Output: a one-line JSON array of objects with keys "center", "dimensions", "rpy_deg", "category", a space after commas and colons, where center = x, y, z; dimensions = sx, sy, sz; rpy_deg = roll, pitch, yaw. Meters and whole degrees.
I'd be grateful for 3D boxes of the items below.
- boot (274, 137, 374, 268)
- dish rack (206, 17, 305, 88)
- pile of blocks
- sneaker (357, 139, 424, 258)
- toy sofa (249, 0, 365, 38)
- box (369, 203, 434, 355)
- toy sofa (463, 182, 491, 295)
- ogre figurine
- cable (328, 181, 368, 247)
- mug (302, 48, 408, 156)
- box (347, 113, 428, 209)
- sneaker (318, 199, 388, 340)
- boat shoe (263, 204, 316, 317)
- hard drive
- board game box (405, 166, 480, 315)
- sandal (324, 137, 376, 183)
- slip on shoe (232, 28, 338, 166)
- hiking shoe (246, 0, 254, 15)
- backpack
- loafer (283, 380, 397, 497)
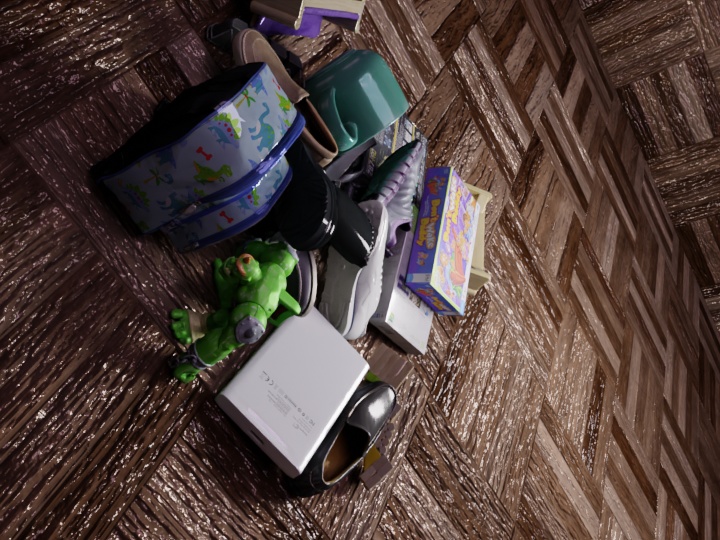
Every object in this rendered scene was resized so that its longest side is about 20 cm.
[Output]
[{"center": [-0.038, -0.060, 0.853], "dimensions": [0.163, 0.073, 0.200], "rpy_deg": [48, 15, -42], "category": "boot"}, {"center": [-0.139, -0.234, 0.952], "dimensions": [0.152, 0.054, 0.204], "rpy_deg": [17, 65, -48], "category": "dish rack"}, {"center": [0.020, 0.211, 0.990], "dimensions": [0.062, 0.081, 0.203], "rpy_deg": [97, 6, -67], "category": "pile of blocks"}, {"center": [0.057, -0.113, 1.068], "dimensions": [0.088, 0.074, 0.201], "rpy_deg": [47, 57, -21], "category": "sneaker"}, {"center": [-0.075, -0.383, 1.023], "dimensions": [0.199, 0.082, 0.099], "rpy_deg": [-31, 143, -59], "category": "toy sofa"}, {"center": [0.081, 0.016, 1.109], "dimensions": [0.144, 0.036, 0.203], "rpy_deg": [42, 57, -50], "category": "box"}, {"center": [0.187, -0.056, 1.297], "dimensions": [0.082, 0.098, 0.203], "rpy_deg": [18, 58, -16], "category": "toy sofa"}, {"center": [-0.134, 0.030, 0.791], "dimensions": [0.099, 0.119, 0.200], "rpy_deg": [62, 36, -13], "category": "ogre figurine"}, {"center": [0.023, -0.042, 1.090], "dimensions": [0.200, 0.050, 0.165], "rpy_deg": [41, 46, -37], "category": "cable"}, {"center": [-0.014, -0.255, 1.022], "dimensions": [0.151, 0.185, 0.115], "rpy_deg": [-35, 107, -6], "category": "mug"}, {"center": [0.051, -0.192, 1.192], "dimensions": [0.161, 0.049, 0.203], "rpy_deg": [39, 47, -40], "category": "box"}, {"center": [0.000, 0.000, 0.984], "dimensions": [0.080, 0.076, 0.203], "rpy_deg": [10, 100, -50], "category": "sneaker"}, {"center": [-0.109, -0.036, 0.901], "dimensions": [0.062, 0.072, 0.203], "rpy_deg": [3, 69, -44], "category": "boat shoe"}, {"center": [-0.078, 0.140, 0.871], "dimensions": [0.132, 0.026, 0.200], "rpy_deg": [46, 40, -6], "category": "hard drive"}, {"center": [0.138, -0.045, 1.124], "dimensions": [0.134, 0.044, 0.203], "rpy_deg": [38, 58, -51], "category": "board game box"}, {"center": [-0.040, -0.142, 1.035], "dimensions": [0.200, 0.075, 0.043], "rpy_deg": [-47, 111, -39], "category": "sandal"}, {"center": [-0.096, -0.226, 0.910], "dimensions": [0.076, 0.060, 0.202], "rpy_deg": [-42, 112, -50], "category": "slip on shoe"}, {"center": [-0.132, -0.456, 1.048], "dimensions": [0.201, 0.075, 0.102], "rpy_deg": [-52, 129, -41], "category": "hiking shoe"}, {"center": [-0.157, -0.125, 0.757], "dimensions": [0.148, 0.198, 0.184], "rpy_deg": [52, 40, -25], "category": "backpack"}, {"center": [-0.008, 0.215, 0.889], "dimensions": [0.200, 0.072, 0.073], "rpy_deg": [-44, 106, -37], "category": "loafer"}]
